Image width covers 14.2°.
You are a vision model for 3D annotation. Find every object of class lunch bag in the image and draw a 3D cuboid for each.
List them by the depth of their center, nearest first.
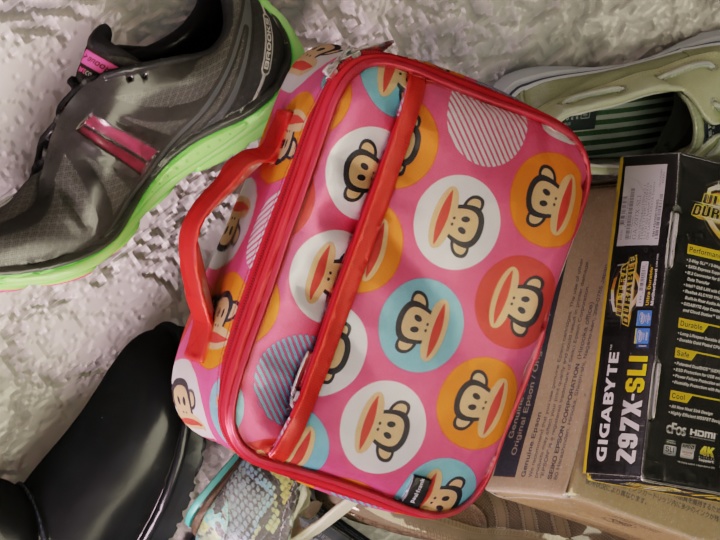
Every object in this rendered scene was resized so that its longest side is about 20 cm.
[{"bbox_3d":[0.000,0.000,1.321,0.175,0.082,0.201,20,89,-28],"label":"lunch bag"}]

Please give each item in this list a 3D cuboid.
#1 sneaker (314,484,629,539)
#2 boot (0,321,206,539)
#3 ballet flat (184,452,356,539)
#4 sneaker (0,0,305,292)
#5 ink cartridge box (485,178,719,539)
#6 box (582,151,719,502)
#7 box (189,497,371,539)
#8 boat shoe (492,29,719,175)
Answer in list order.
[{"bbox_3d":[0.064,0.107,1.498,0.199,0.070,0.076,15,84,-35],"label":"sneaker"},{"bbox_3d":[-0.171,0.107,1.362,0.162,0.073,0.199,12,108,-30],"label":"boot"},{"bbox_3d":[-0.005,0.066,1.405,0.074,0.074,0.201,45,72,-34],"label":"ballet flat"},{"bbox_3d":[-0.117,-0.064,1.320,0.200,0.077,0.084,-41,118,-19],"label":"sneaker"},{"bbox_3d":[0.175,0.062,1.488,0.199,0.075,0.166,22,77,-32],"label":"ink cartridge box"},{"bbox_3d":[0.208,0.039,1.438,0.199,0.049,0.161,11,81,-34],"label":"box"},{"bbox_3d":[-0.029,0.212,1.492,0.200,0.051,0.158,37,91,-35],"label":"box"},{"bbox_3d":[0.157,-0.075,1.457,0.199,0.062,0.073,-11,116,-24],"label":"boat shoe"}]
